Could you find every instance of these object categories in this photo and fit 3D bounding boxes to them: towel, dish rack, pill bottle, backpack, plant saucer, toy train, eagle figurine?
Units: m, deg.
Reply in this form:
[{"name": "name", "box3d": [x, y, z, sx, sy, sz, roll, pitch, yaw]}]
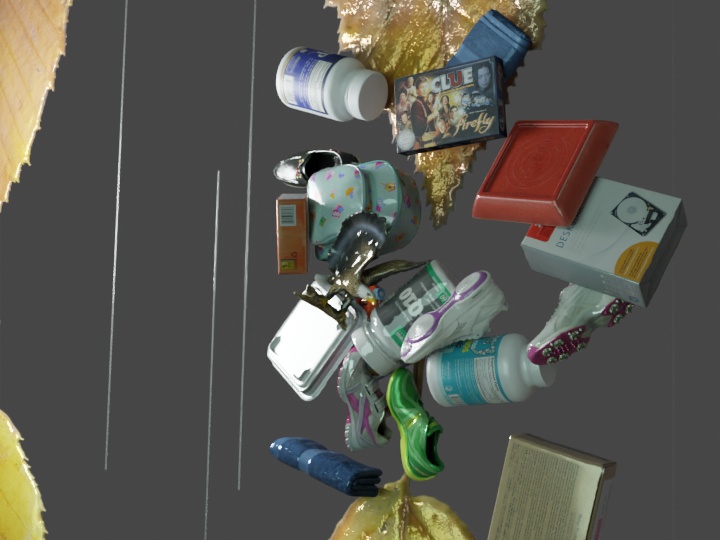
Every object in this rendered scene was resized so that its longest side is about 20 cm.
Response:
[{"name": "towel", "box3d": [0.206, -0.346, 1.624, 0.112, 0.048, 0.200, 48, 112, 27]}, {"name": "dish rack", "box3d": [-0.090, 0.120, 1.718, 0.201, 0.043, 0.172, -54, 43, 5]}, {"name": "pill bottle", "box3d": [0.089, 0.084, 1.603, 0.200, 0.113, 0.113, -41, 64, 11]}, {"name": "backpack", "box3d": [0.004, -0.110, 1.682, 0.199, 0.153, 0.177, -14, 66, 25]}, {"name": "plant saucer", "box3d": [0.285, -0.168, 1.484, 0.199, 0.037, 0.201, 9, 64, 48]}, {"name": "toy train", "box3d": [-0.033, 0.088, 1.753, 0.199, 0.055, 0.152, -5, 65, 41]}, {"name": "pill bottle", "box3d": [0.217, 0.164, 1.531, 0.199, 0.110, 0.112, -10, 80, 33]}, {"name": "pill bottle", "box3d": [-0.051, -0.349, 1.762, 0.199, 0.119, 0.121, 22, 98, 34]}, {"name": "eagle figurine", "box3d": [0.005, 0.005, 1.607, 0.151, 0.152, 0.200, 42, 96, 16]}, {"name": "towel", "box3d": [-0.064, 0.354, 1.701, 0.199, 0.111, 0.049, 18, 89, 35]}]

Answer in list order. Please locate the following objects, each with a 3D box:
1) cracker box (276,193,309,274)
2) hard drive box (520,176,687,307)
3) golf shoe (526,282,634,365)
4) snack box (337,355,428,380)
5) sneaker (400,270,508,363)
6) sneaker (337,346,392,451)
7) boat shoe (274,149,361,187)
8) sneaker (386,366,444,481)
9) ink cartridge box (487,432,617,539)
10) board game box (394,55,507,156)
[{"name": "cracker box", "box3d": [-0.124, -0.072, 1.733, 0.057, 0.200, 0.135, -1, 97, -1]}, {"name": "hard drive box", "box3d": [0.373, -0.053, 1.427, 0.199, 0.077, 0.157, 20, 71, 35]}, {"name": "golf shoe", "box3d": [0.333, 0.071, 1.454, 0.199, 0.076, 0.092, -32, 51, -8]}, {"name": "snack box", "box3d": [0.040, 0.157, 1.708, 0.199, 0.024, 0.072, -30, 68, 30]}, {"name": "sneaker", "box3d": [0.155, 0.095, 1.513, 0.200, 0.100, 0.075, -40, 25, 10]}, {"name": "sneaker", "box3d": [0.016, 0.231, 1.676, 0.087, 0.081, 0.202, -1, 110, 22]}, {"name": "boat shoe", "box3d": [-0.095, -0.202, 1.816, 0.200, 0.063, 0.074, 2, 89, 37]}, {"name": "sneaker", "box3d": [0.104, 0.264, 1.627, 0.083, 0.074, 0.202, -18, 85, 35]}, {"name": "ink cartridge box", "box3d": [0.301, 0.378, 1.473, 0.164, 0.075, 0.202, 14, 93, 34]}, {"name": "board game box", "box3d": [0.153, -0.282, 1.605, 0.199, 0.034, 0.137, -7, 83, 33]}]
